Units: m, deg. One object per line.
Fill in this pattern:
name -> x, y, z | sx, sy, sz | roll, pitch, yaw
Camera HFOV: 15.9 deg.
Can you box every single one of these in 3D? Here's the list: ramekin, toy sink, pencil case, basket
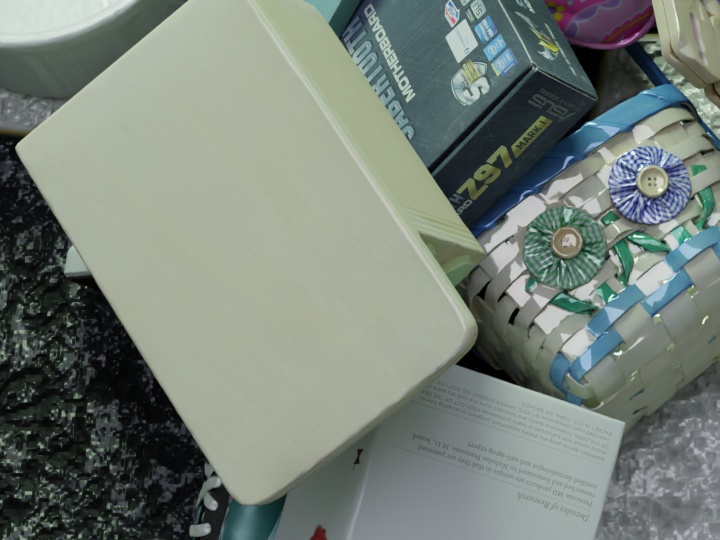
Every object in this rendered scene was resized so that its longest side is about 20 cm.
ramekin -> -0.168, -0.193, 1.417 | 0.200, 0.098, 0.201 | -4, 68, 9
toy sink -> -0.033, -0.009, 1.133 | 0.130, 0.112, 0.200 | -39, 72, 14
pencil case -> 0.095, -0.186, 1.325 | 0.087, 0.088, 0.200 | -24, 32, 0
basket -> 0.106, -0.029, 1.278 | 0.176, 0.139, 0.200 | -38, 57, -9

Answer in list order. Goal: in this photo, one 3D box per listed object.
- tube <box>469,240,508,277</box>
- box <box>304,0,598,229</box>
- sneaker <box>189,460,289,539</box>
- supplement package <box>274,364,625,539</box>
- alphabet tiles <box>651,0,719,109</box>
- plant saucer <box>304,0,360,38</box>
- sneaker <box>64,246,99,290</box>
tube -> 0.000, 0.000, 1.341 | 0.200, 0.050, 0.078 | -26, 87, -4
box -> 0.013, -0.102, 1.248 | 0.158, 0.051, 0.200 | -45, 45, 24
sneaker -> -0.053, 0.084, 1.283 | 0.080, 0.071, 0.200 | 28, 79, -9
supplement package -> 0.025, 0.151, 1.199 | 0.120, 0.121, 0.200 | 19, 78, -15
alphabet tiles -> 0.194, -0.099, 1.258 | 0.015, 0.200, 0.196 | -26, 52, 26
plant saucer -> -0.022, -0.139, 1.251 | 0.070, 0.019, 0.200 | 41, 104, 49
sneaker -> -0.093, -0.033, 1.294 | 0.073, 0.200, 0.085 | 19, 80, -28
